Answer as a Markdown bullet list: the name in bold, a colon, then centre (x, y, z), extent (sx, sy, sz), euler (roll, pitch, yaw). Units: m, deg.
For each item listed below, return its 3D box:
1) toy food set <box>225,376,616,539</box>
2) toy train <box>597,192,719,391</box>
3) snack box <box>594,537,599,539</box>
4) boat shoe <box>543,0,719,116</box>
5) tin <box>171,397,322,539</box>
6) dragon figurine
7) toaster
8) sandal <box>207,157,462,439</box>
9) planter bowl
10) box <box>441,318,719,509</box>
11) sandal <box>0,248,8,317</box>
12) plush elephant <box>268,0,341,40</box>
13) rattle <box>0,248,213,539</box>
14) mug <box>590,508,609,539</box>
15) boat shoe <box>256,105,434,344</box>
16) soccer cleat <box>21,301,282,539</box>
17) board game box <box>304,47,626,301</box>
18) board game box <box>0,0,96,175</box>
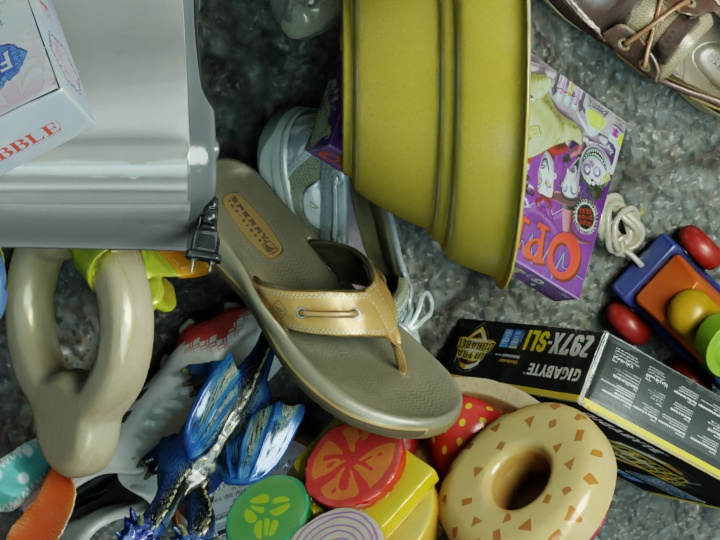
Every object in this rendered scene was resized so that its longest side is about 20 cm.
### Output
- **toy food set**: centre (0.028, 0.135, 0.818), extent (0.198, 0.199, 0.049), euler (-46, 134, -16)
- **toy train**: centre (0.206, 0.024, 0.941), extent (0.200, 0.116, 0.085), euler (40, 98, -28)
- **snack box**: centre (0.127, 0.287, 1.080), extent (0.115, 0.037, 0.202), euler (-15, 117, -10)
- **boat shoe**: centre (0.178, -0.146, 0.880), extent (0.199, 0.072, 0.072), euler (34, 101, -27)
- **tin**: centre (-0.059, 0.176, 0.976), extent (0.111, 0.042, 0.202), euler (-20, 118, -12)
- **dragon figurine**: centre (-0.071, 0.083, 0.819), extent (0.059, 0.099, 0.201), euler (35, 77, -15)
- **toaster**: centre (-0.139, -0.087, 0.756), extent (0.127, 0.114, 0.202), euler (-2, 70, -9)
- **sandal**: centre (-0.019, 0.010, 0.810), extent (0.200, 0.080, 0.054), euler (49, 133, 7)
- **planter bowl**: centre (0.031, -0.092, 0.736), extent (0.082, 0.201, 0.203), euler (1, 114, -2)
- **box**: centre (0.168, 0.093, 0.935), extent (0.199, 0.159, 0.050), euler (29, 80, -26)
- **sandal**: centre (-0.248, -0.041, 0.793), extent (0.079, 0.087, 0.201), euler (-28, 120, -5)
- **plush elephant**: centre (-0.014, -0.238, 0.724), extent (0.165, 0.155, 0.200), euler (-47, 112, -13)
- **rattle**: centre (-0.136, 0.057, 0.868), extent (0.142, 0.129, 0.203), euler (-14, 110, -58)
- **mug**: centre (0.080, 0.169, 0.916), extent (0.177, 0.200, 0.134), euler (-35, 120, 4)
- **boat shoe**: centre (0.001, -0.002, 0.883), extent (0.074, 0.064, 0.204), euler (-40, 122, -44)
- **soccer cleat**: centre (-0.114, 0.097, 0.890), extent (0.199, 0.085, 0.069), euler (-34, 132, 2)
- **board game box**: centre (0.067, -0.077, 0.859), extent (0.199, 0.032, 0.121), euler (29, 74, -33)
- **board game box**: centre (-0.243, -0.110, 0.696), extent (0.198, 0.201, 0.041), euler (-25, 156, 6)
